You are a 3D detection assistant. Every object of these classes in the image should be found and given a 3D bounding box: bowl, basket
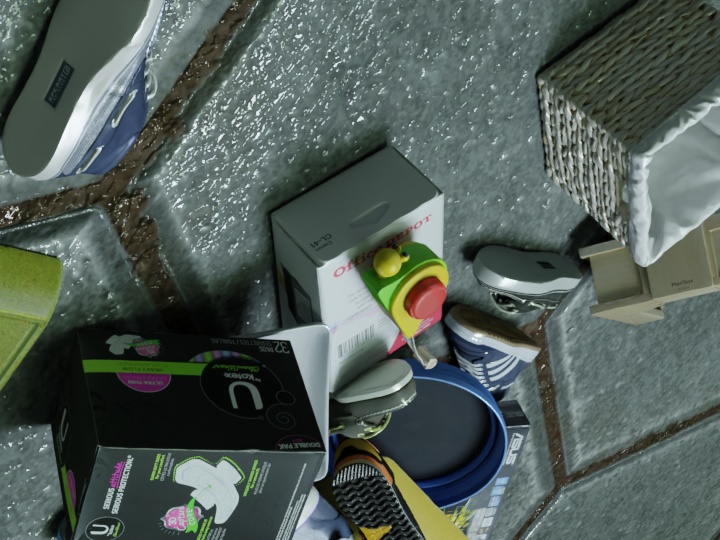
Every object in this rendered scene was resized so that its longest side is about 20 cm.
[{"bbox_3d":[0.057,0.176,1.788,0.200,0.039,0.201,1,128,1],"label":"bowl"},{"bbox_3d":[0.305,-0.154,1.700,0.200,0.161,0.198,-37,149,-13],"label":"basket"}]

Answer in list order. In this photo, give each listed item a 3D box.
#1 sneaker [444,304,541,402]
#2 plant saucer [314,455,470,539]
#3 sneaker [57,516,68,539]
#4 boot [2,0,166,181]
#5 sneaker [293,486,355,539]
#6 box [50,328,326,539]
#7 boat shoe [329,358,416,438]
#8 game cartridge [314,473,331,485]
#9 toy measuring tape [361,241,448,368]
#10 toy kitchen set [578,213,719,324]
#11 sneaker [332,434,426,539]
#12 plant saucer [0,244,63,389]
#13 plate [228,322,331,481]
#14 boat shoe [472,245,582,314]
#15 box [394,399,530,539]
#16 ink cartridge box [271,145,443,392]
[{"bbox_3d":[0.129,0.107,1.888,0.109,0.070,0.200,-53,152,9],"label":"sneaker"},{"bbox_3d":[0.001,0.314,1.843,0.200,0.048,0.200,-29,124,22],"label":"plant saucer"},{"bbox_3d":[-0.192,0.248,1.620,0.200,0.082,0.073,-8,121,-25],"label":"sneaker"},{"bbox_3d":[-0.180,-0.151,1.208,0.200,0.073,0.090,-52,158,25],"label":"boot"},{"bbox_3d":[-0.093,0.318,1.714,0.200,0.081,0.147,-38,124,-7],"label":"sneaker"},{"bbox_3d":[-0.153,0.146,1.447,0.200,0.149,0.124,4,128,-23],"label":"box"},{"bbox_3d":[-0.001,0.133,1.657,0.072,0.060,0.202,-32,-171,-32],"label":"boat shoe"},{"bbox_3d":[0.001,0.242,1.938,0.200,0.032,0.176,-38,149,-17],"label":"game cartridge"},{"bbox_3d":[0.055,0.026,1.533,0.074,0.074,0.200,-42,148,-6],"label":"toy measuring tape"},{"bbox_3d":[0.371,-0.042,1.939,0.200,0.164,0.180,-14,168,24],"label":"toy kitchen set"},{"bbox_3d":[0.025,0.252,1.734,0.070,0.090,0.200,-19,121,8],"label":"sneaker"},{"bbox_3d":[-0.335,0.068,1.289,0.200,0.048,0.200,-53,150,13],"label":"plant saucer"},{"bbox_3d":[-0.128,0.132,1.564,0.200,0.032,0.200,-8,128,-13],"label":"plate"},{"bbox_3d":[0.178,0.018,1.841,0.200,0.071,0.064,4,123,-55],"label":"boat shoe"},{"bbox_3d":[0.092,0.239,1.922,0.161,0.049,0.200,-3,131,-24],"label":"box"},{"bbox_3d":[0.000,0.000,1.584,0.147,0.086,0.200,-31,146,-22],"label":"ink cartridge box"}]
